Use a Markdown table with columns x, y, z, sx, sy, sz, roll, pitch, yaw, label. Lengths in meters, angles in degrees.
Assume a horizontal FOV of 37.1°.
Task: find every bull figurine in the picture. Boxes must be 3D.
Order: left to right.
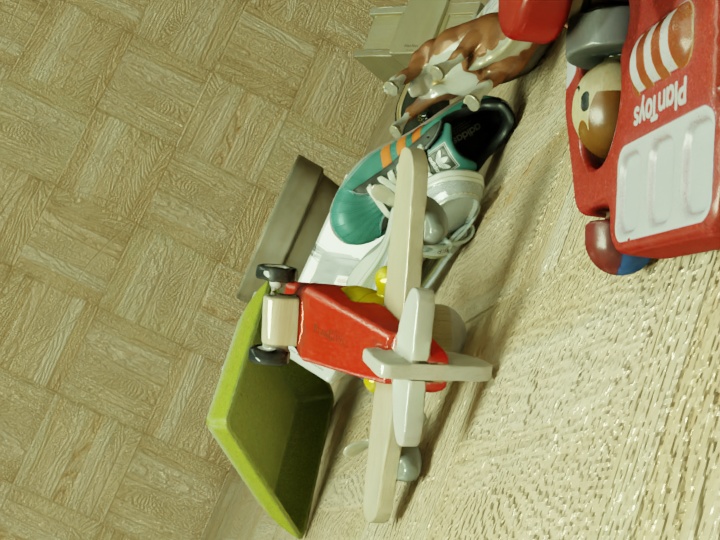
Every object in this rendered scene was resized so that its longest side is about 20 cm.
| x | y | z | sx | sy | sz | roll | pitch | yaw | label |
| --- | --- | --- | --- | --- | --- | --- | --- | --- | --- |
| 0.095 | -0.182 | 0.924 | 0.121 | 0.065 | 0.199 | -43 | 12 | -28 | bull figurine |

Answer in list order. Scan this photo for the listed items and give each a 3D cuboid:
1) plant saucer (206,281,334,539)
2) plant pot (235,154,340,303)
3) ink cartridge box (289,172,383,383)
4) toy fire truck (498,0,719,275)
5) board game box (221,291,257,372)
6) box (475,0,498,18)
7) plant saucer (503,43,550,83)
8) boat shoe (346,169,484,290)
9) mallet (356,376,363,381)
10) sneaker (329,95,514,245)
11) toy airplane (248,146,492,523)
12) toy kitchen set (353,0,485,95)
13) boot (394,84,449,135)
| x | y | z | sx | sy | sz | roll | pitch | yaw | label |
| --- | --- | --- | --- | --- | --- | --- | --- | --- | --- |
| -0.098 | 0.149 | 1.143 | 0.201 | 0.047 | 0.201 | -77 | -30 | -45 | plant saucer |
| -0.045 | -0.022 | 1.385 | 0.200 | 0.172 | 0.202 | -156 | 90 | -84 | plant pot |
| 0.000 | 0.000 | 1.137 | 0.202 | 0.083 | 0.145 | -64 | -14 | 15 | ink cartridge box |
| 0.124 | -0.086 | 0.460 | 0.200 | 0.110 | 0.171 | 149 | 126 | -82 | toy fire truck |
| -0.095 | 0.140 | 1.271 | 0.127 | 0.034 | 0.201 | -71 | -33 | -46 | board game box |
| 0.162 | -0.291 | 1.245 | 0.200 | 0.041 | 0.039 | 154 | 140 | -83 | box |
| 0.174 | -0.261 | 1.018 | 0.201 | 0.036 | 0.202 | -90 | 26 | -77 | plant saucer |
| 0.052 | -0.013 | 0.964 | 0.202 | 0.074 | 0.065 | -50 | 48 | 42 | boat shoe |
| 0.046 | 0.021 | 1.074 | 0.202 | 0.041 | 0.066 | -62 | 3 | -8 | mallet |
| 0.056 | -0.096 | 0.977 | 0.199 | 0.072 | 0.080 | -39 | 10 | -8 | sneaker |
| 0.026 | 0.046 | 0.748 | 0.200 | 0.140 | 0.201 | -50 | 52 | 40 | toy airplane |
| 0.136 | -0.335 | 1.524 | 0.198 | 0.180 | 0.165 | 11 | 76 | 43 | toy kitchen set |
| 0.093 | -0.181 | 1.330 | 0.138 | 0.076 | 0.203 | 139 | 142 | -68 | boot |
